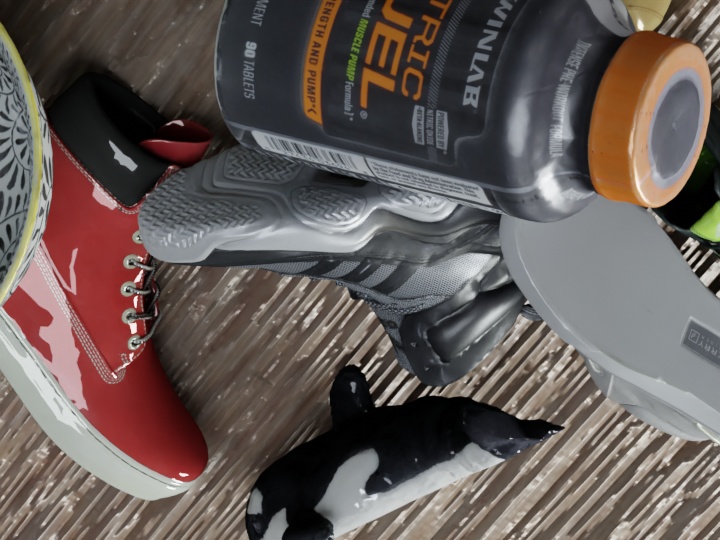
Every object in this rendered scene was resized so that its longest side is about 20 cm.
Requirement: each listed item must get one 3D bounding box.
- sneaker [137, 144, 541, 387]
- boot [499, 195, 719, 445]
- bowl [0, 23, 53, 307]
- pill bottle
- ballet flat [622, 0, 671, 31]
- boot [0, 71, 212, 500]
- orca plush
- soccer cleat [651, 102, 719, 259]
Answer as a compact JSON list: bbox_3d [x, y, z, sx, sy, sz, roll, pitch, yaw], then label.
[{"bbox_3d":[0.000,0.000,1.371,0.200,0.075,0.114,-8,123,-10],"label":"sneaker"},{"bbox_3d":[0.120,0.027,1.374,0.200,0.074,0.096,38,159,-25],"label":"boot"},{"bbox_3d":[-0.210,-0.042,1.329,0.201,0.094,0.201,-1,88,22],"label":"bowl"},{"bbox_3d":[0.046,-0.081,1.271,0.200,0.106,0.106,14,126,29],"label":"pill bottle"},{"bbox_3d":[0.060,-0.176,1.293,0.200,0.069,0.063,37,89,-20],"label":"ballet flat"},{"bbox_3d":[-0.103,0.008,1.404,0.144,0.072,0.200,-31,111,19],"label":"boot"},{"bbox_3d":[0.002,0.081,1.422,0.071,0.105,0.200,63,150,0],"label":"orca plush"},{"bbox_3d":[0.171,-0.028,1.354,0.200,0.081,0.068,38,117,-18],"label":"soccer cleat"}]
